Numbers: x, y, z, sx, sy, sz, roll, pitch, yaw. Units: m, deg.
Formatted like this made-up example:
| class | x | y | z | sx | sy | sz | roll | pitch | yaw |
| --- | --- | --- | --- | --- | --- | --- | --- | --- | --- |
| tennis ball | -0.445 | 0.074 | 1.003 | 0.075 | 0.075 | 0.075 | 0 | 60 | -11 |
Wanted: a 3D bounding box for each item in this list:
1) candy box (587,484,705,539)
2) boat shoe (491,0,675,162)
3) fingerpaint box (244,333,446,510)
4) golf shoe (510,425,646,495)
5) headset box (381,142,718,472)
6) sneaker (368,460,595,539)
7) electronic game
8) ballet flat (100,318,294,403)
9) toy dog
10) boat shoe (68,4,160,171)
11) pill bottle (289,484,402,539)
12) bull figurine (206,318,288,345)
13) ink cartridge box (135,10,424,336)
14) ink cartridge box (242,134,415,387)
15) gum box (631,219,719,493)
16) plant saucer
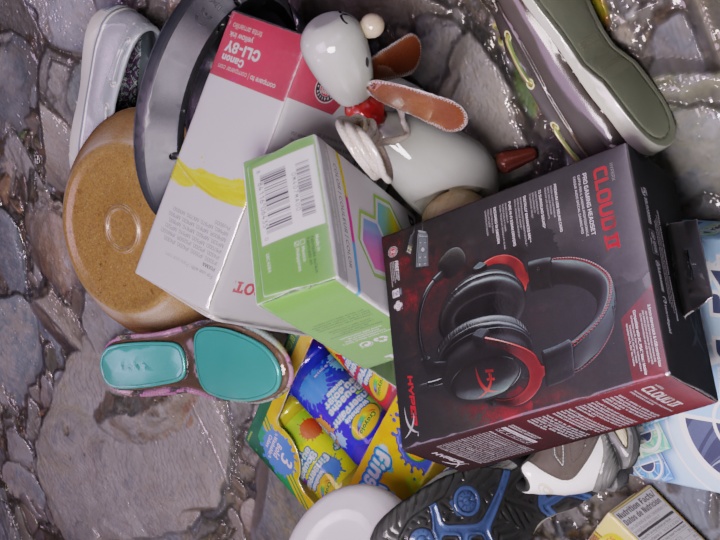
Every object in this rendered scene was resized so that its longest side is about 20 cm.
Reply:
| class | x | y | z | sx | sy | sz | roll | pitch | yaw |
| --- | --- | --- | --- | --- | --- | --- | --- | --- | --- |
| candy box | 0.230 | 0.260 | 0.937 | 0.200 | 0.055 | 0.116 | 45 | 133 | 23 |
| boat shoe | 0.119 | -0.148 | 0.874 | 0.061 | 0.072 | 0.201 | -39 | 80 | 42 |
| fingerpaint box | 0.007 | 0.118 | 1.092 | 0.167 | 0.073 | 0.200 | 45 | 133 | 24 |
| golf shoe | 0.107 | 0.071 | 0.925 | 0.200 | 0.094 | 0.078 | -122 | 27 | -47 |
| headset box | 0.119 | 0.024 | 0.833 | 0.200 | 0.075 | 0.149 | -20 | 62 | 31 |
| sneaker | 0.086 | 0.164 | 0.946 | 0.077 | 0.200 | 0.076 | -27 | 83 | 59 |
| electronic game | -0.103 | -0.125 | 1.016 | 0.042 | 0.200 | 0.200 | 19 | 120 | 24 |
| ballet flat | -0.123 | 0.072 | 1.120 | 0.200 | 0.071 | 0.069 | -5 | 93 | 34 |
| toy dog | 0.050 | -0.098 | 0.917 | 0.096 | 0.200 | 0.132 | -32 | 55 | 8 |
| boat shoe | -0.210 | -0.131 | 1.214 | 0.071 | 0.070 | 0.201 | 29 | 122 | 38 |
| pill bottle | 0.039 | 0.244 | 1.020 | 0.112 | 0.200 | 0.113 | -21 | 50 | 27 |
| bull figurine | -0.115 | 0.003 | 1.177 | 0.200 | 0.065 | 0.122 | 42 | 124 | 19 |
| ink cartridge box | -0.056 | -0.064 | 0.980 | 0.083 | 0.145 | 0.200 | 25 | 96 | 35 |
| ink cartridge box | 0.000 | 0.000 | 0.923 | 0.059 | 0.200 | 0.104 | -19 | 62 | 21 |
| gum box | 0.245 | 0.057 | 0.850 | 0.200 | 0.044 | 0.170 | 5 | 109 | 44 |
| plant saucer | -0.192 | -0.038 | 1.162 | 0.200 | 0.035 | 0.201 | 7 | 103 | 35 |
